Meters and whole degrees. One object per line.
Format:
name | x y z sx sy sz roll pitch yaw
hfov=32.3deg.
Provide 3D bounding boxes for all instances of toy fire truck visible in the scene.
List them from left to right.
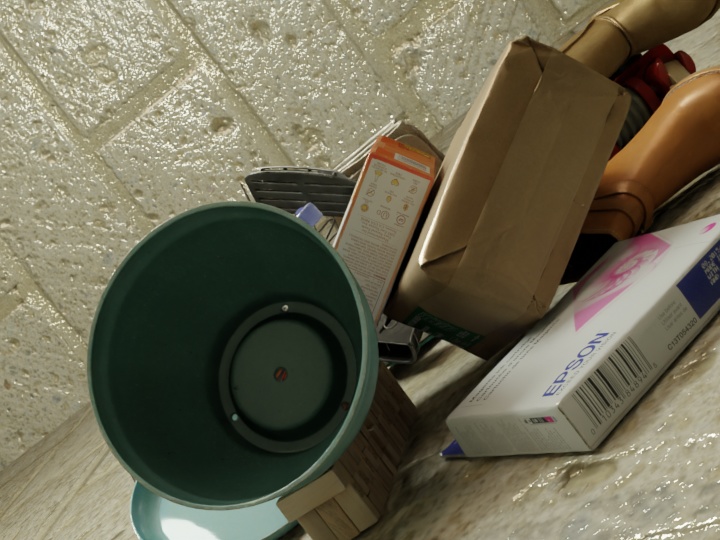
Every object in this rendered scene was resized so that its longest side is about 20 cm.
toy fire truck | 0.258 -0.134 1.163 0.176 0.129 0.200 -39 -2 -7

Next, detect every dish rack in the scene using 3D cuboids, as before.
dish rack | -0.030 -0.007 1.133 0.152 0.201 0.055 4 45 33

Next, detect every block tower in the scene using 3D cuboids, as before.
block tower | -0.005 0.140 0.950 0.054 0.058 0.200 -35 7 20

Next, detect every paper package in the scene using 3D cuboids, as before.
paper package | 0.104 -0.044 0.949 0.200 0.103 0.192 119 175 -76

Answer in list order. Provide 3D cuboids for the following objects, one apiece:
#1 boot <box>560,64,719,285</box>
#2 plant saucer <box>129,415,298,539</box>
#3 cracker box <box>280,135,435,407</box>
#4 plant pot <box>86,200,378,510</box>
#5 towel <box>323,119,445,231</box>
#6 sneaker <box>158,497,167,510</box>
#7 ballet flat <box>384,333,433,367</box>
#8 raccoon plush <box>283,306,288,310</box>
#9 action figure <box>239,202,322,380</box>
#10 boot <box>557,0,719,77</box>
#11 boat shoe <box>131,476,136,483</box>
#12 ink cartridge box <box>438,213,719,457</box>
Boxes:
boot | 0.227 -0.073 1.007 0.200 0.077 0.155 -35 7 44
plant saucer | -0.100 0.173 1.052 0.198 0.028 0.201 -18 31 11
cracker box | 0.000 0.000 0.997 0.134 0.057 0.202 -73 5 -77
plant pot | -0.072 0.066 0.870 0.200 0.201 0.134 -37 -19 6
towel | 0.053 -0.050 1.264 0.132 0.200 0.035 -36 27 13
sneaker | -0.113 0.184 1.120 0.084 0.075 0.200 -28 13 50
ballet flat | 0.006 0.078 1.219 0.199 0.070 0.069 -39 8 -6
raccoon plush | -0.093 0.075 1.312 0.134 0.198 0.098 102 180 -78
action figure | -0.079 0.045 1.050 0.200 0.104 0.193 -48 7 0
boot | 0.221 -0.190 1.124 0.200 0.066 0.175 -42 7 -32
boat shoe | -0.175 0.203 1.223 0.073 0.075 0.200 -31 -3 -4
ink cartridge box | 0.149 0.046 0.835 0.196 0.043 0.200 -43 10 -24
